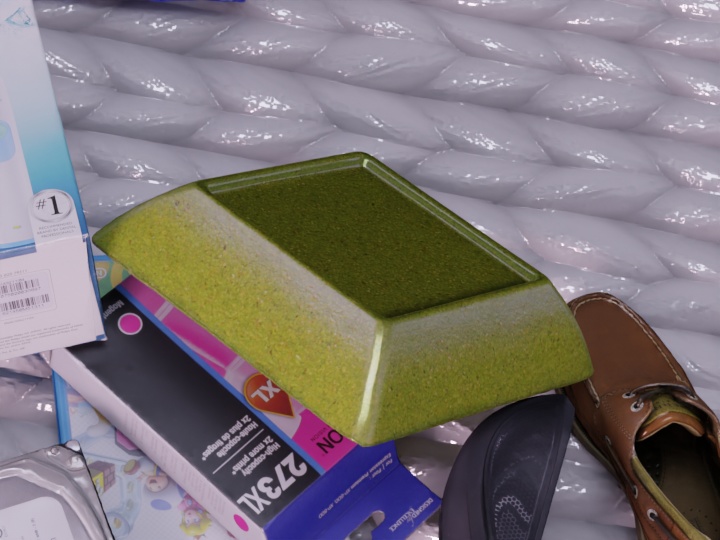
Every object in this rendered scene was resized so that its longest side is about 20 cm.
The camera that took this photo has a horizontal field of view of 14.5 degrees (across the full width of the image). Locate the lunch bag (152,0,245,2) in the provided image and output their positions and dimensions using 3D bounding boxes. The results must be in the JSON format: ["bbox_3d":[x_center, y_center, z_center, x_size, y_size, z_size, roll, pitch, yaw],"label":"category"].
[{"bbox_3d":[-0.135,-0.248,1.576,0.170,0.200,0.124,4,28,-5],"label":"lunch bag"}]

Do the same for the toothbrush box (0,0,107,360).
[{"bbox_3d":[-0.222,-0.047,1.464,0.146,0.085,0.200,-11,48,-7],"label":"toothbrush box"}]

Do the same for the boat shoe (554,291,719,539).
[{"bbox_3d":[0.160,0.086,1.478,0.072,0.068,0.200,-18,62,-17],"label":"boat shoe"}]

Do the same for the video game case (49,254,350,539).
[{"bbox_3d":[-0.087,0.078,1.474,0.143,0.018,0.200,-3,59,-11],"label":"video game case"}]

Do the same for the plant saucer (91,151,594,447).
[{"bbox_3d":[0.000,0.000,1.443,0.200,0.048,0.200,36,29,29],"label":"plant saucer"}]

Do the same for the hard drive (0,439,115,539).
[{"bbox_3d":[-0.210,0.174,1.373,0.200,0.038,0.140,-17,62,-11],"label":"hard drive"}]

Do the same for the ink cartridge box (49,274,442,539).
[{"bbox_3d":[-0.058,0.077,1.450,0.200,0.037,0.095,42,62,15],"label":"ink cartridge box"}]

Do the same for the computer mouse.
[{"bbox_3d":[0.061,0.137,1.406,0.053,0.139,0.200,17,47,2],"label":"computer mouse"}]
